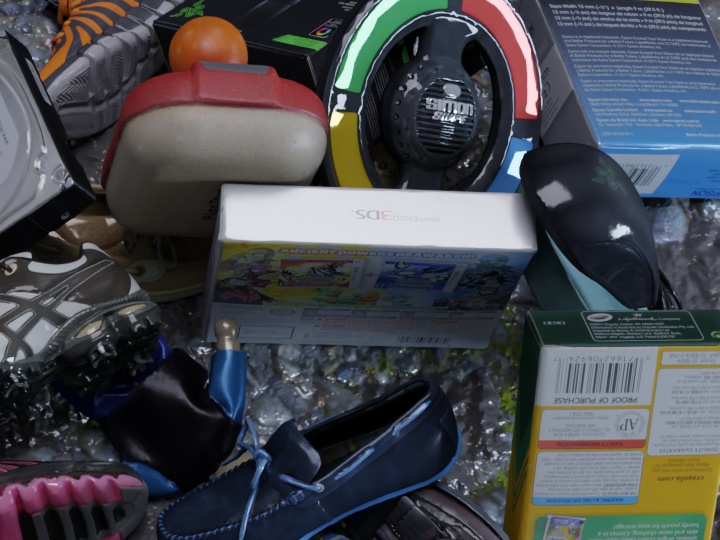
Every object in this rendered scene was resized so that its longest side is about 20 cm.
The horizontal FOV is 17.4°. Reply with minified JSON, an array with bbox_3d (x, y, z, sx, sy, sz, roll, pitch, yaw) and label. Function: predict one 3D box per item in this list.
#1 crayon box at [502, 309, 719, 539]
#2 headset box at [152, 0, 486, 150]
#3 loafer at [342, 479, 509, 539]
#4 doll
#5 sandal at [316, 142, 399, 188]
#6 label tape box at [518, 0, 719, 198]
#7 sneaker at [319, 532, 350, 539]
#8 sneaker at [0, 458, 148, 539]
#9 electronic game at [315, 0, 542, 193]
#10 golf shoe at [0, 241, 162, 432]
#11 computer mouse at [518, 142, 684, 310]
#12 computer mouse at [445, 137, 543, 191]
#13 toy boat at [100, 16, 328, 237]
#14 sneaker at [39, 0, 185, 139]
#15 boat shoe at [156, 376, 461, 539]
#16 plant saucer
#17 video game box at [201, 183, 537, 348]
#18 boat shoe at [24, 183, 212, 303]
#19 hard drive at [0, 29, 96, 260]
[{"bbox_3d":[0.158,0.123,1.469,0.125,0.201,0.052,0,26,-9],"label":"crayon box"},{"bbox_3d":[-0.022,-0.165,1.657,0.200,0.093,0.174,-37,35,-29],"label":"headset box"},{"bbox_3d":[0.063,0.193,1.449,0.200,0.072,0.063,36,32,15],"label":"loafer"},{"bbox_3d":[-0.130,0.080,1.515,0.136,0.048,0.200,-45,76,-5],"label":"doll"},{"bbox_3d":[0.015,-0.082,1.657,0.077,0.070,0.212,18,53,6],"label":"sandal"},{"bbox_3d":[0.190,-0.148,1.718,0.143,0.066,0.201,-1,52,-26],"label":"label tape box"},{"bbox_3d":[-0.072,0.220,1.428,0.199,0.076,0.077,-17,36,-21],"label":"sneaker"},{"bbox_3d":[-0.233,0.138,1.462,0.199,0.079,0.096,-6,39,-16],"label":"sneaker"},{"bbox_3d":[0.048,-0.105,1.582,0.200,0.201,0.042,-35,29,-29],"label":"electronic game"},{"bbox_3d":[-0.223,0.044,1.450,0.199,0.078,0.095,-19,64,-34],"label":"golf shoe"},{"bbox_3d":[0.162,-0.034,1.505,0.053,0.200,0.139,-30,65,15],"label":"computer mouse"},{"bbox_3d":[0.120,-0.067,1.686,0.200,0.034,0.059,-35,64,-30],"label":"computer mouse"},{"bbox_3d":[-0.097,-0.099,1.502,0.130,0.200,0.131,3,69,-13],"label":"toy boat"},{"bbox_3d":[-0.203,-0.172,1.699,0.112,0.078,0.200,28,43,17],"label":"sneaker"},{"bbox_3d":[-0.038,0.116,1.444,0.199,0.069,0.084,-26,38,-17],"label":"boat shoe"},{"bbox_3d":[0.156,0.020,1.560,0.036,0.200,0.201,-34,55,18],"label":"plant saucer"},{"bbox_3d":[0.000,0.000,1.521,0.199,0.182,0.047,2,70,-8],"label":"video game box"},{"bbox_3d":[-0.175,-0.025,1.590,0.199,0.063,0.074,0,52,-9],"label":"boat shoe"},{"bbox_3d":[-0.283,-0.050,1.543,0.199,0.038,0.140,-33,60,11],"label":"hard drive"}]
